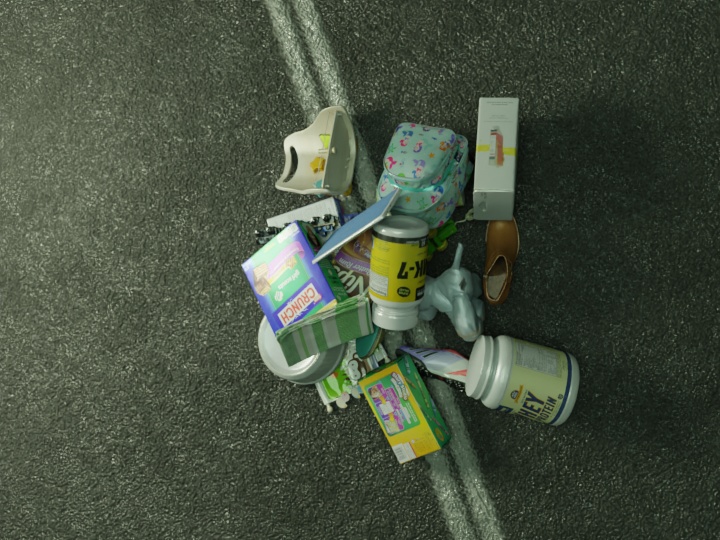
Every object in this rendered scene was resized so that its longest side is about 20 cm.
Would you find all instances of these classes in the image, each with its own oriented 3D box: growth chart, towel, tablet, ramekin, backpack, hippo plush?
[{"bbox_3d":[-0.027,0.211,1.646,0.199,0.018,0.146,-38,80,13],"label":"growth chart"},{"bbox_3d":[-0.068,0.125,1.489,0.196,0.154,0.024,-23,59,-7],"label":"towel"},{"bbox_3d":[-0.007,-0.087,1.450,0.198,0.131,0.014,-33,105,34],"label":"tablet"},{"bbox_3d":[-0.136,0.151,1.625,0.197,0.094,0.209,-2,85,20],"label":"ramekin"},{"bbox_3d":[0.127,-0.193,1.511,0.174,0.151,0.204,16,75,30],"label":"backpack"},{"bbox_3d":[0.163,0.067,1.523,0.157,0.200,0.164,-8,65,21],"label":"hippo plush"}]

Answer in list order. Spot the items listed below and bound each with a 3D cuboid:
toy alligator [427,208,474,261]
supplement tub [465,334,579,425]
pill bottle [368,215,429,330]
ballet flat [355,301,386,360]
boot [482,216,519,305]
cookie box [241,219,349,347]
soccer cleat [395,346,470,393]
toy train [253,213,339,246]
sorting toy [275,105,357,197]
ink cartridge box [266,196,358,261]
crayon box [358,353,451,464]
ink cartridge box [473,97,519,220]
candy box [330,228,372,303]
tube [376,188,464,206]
[{"bbox_3d":[0.164,-0.082,1.587,0.198,0.059,0.055,-38,41,11],"label":"toy alligator"},{"bbox_3d":[0.320,0.215,1.473,0.195,0.145,0.149,15,93,-3],"label":"supplement tub"},{"bbox_3d":[0.073,0.004,1.446,0.111,0.114,0.206,8,110,14],"label":"pill bottle"},{"bbox_3d":[0.037,0.094,1.602,0.069,0.071,0.206,6,82,14],"label":"ballet flat"},{"bbox_3d":[0.285,-0.031,1.501,0.072,0.154,0.206,1,89,14],"label":"boot"},{"bbox_3d":[-0.133,0.030,1.535,0.170,0.075,0.203,-36,73,22],"label":"cookie box"},{"bbox_3d":[0.170,0.196,1.581,0.196,0.069,0.074,20,66,21],"label":"soccer cleat"},{"bbox_3d":[-0.137,-0.084,1.593,0.194,0.034,0.047,-11,91,13],"label":"toy train"},{"bbox_3d":[-0.107,-0.243,1.636,0.176,0.107,0.206,0,71,28],"label":"sorting toy"},{"bbox_3d":[-0.093,-0.075,1.637,0.195,0.076,0.140,-17,87,14],"label":"ink cartridge box"},{"bbox_3d":[0.093,0.294,1.564,0.117,0.058,0.204,-29,88,35],"label":"crayon box"},{"bbox_3d":[0.274,-0.221,1.485,0.081,0.146,0.206,4,71,12],"label":"ink cartridge box"},{"bbox_3d":[0.000,0.000,1.550,0.116,0.056,0.202,38,106,10],"label":"candy box"},{"bbox_3d":[0.127,-0.155,1.601,0.194,0.059,0.053,-8,123,17],"label":"tube"}]
